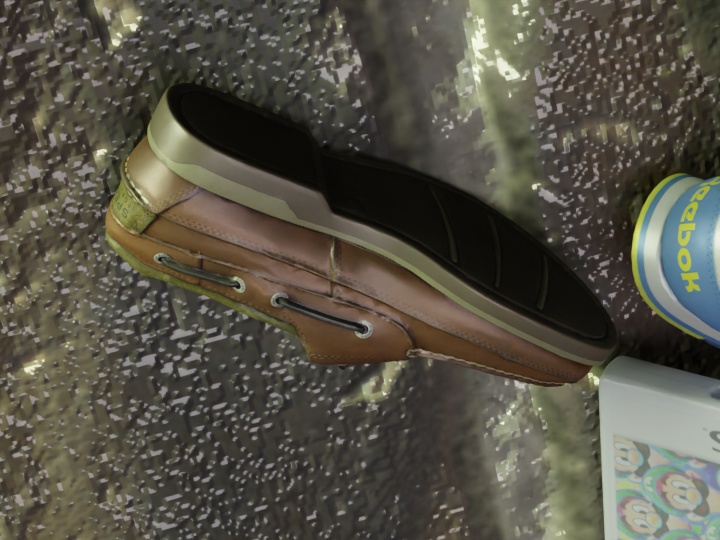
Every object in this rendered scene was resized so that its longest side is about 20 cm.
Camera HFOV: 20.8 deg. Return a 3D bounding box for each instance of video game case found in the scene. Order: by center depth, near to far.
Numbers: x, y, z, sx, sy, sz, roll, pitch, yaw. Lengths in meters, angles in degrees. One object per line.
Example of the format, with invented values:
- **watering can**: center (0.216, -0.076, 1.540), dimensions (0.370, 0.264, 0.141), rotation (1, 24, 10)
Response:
- **video game case**: center (0.183, 0.143, 0.799), dimensions (0.181, 0.024, 0.202), rotation (14, 125, 31)

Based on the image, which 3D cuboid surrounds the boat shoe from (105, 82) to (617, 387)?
- **boat shoe**: center (0.000, 0.000, 0.746), dimensions (0.199, 0.072, 0.068), rotation (27, 116, -12)

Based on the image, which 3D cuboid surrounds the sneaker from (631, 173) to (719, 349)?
- **sneaker**: center (0.203, 0.021, 0.771), dimensions (0.199, 0.082, 0.075), rotation (23, 75, -23)
